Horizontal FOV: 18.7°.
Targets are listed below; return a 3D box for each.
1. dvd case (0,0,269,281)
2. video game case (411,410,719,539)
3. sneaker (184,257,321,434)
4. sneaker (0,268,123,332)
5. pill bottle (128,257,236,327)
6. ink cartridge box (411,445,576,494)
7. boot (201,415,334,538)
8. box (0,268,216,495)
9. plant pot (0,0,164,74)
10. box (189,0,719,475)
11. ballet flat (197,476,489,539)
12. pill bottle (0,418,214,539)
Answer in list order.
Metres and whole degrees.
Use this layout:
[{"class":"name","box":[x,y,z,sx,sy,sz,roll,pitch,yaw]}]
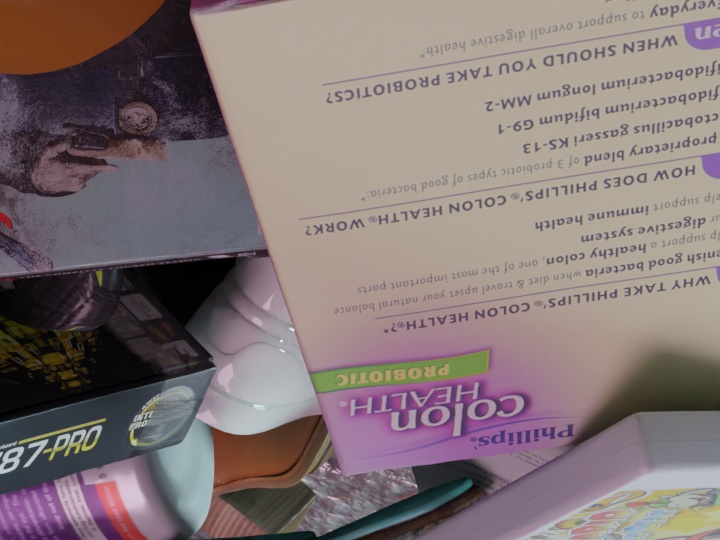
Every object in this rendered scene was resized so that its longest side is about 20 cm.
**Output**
[{"class":"dvd case","box":[-0.132,-0.068,0.766,0.199,0.147,0.022,-5,180,-3]},{"class":"video game case","box":[0.135,0.083,0.778,0.181,0.023,0.200,1,162,-20]},{"class":"sneaker","box":[0.000,0.000,0.955,0.074,0.116,0.200,38,-159,13]},{"class":"sneaker","box":[-0.124,-0.050,0.859,0.081,0.200,0.074,10,126,-35]},{"class":"pill bottle","box":[-0.156,-0.010,0.998,0.199,0.112,0.112,-1,150,33]},{"class":"ink cartridge box","box":[0.096,0.064,0.947,0.146,0.083,0.200,24,156,22]},{"class":"boot","box":[-0.075,0.051,1.131,0.155,0.074,0.200,39,128,9]},{"class":"box","box":[-0.177,0.005,0.847,0.161,0.200,0.049,-9,135,-47]},{"class":"plant pot","box":[-0.138,-0.146,0.647,0.200,0.201,0.183,3,168,25]},{"class":"box","box":[0.058,-0.046,0.674,0.175,0.097,0.200,-9,133,8]},{"class":"ballet flat","box":[-0.014,0.145,0.996,0.200,0.071,0.069,-18,180,36]},{"class":"pill bottle","box":[-0.182,0.091,1.076,0.199,0.112,0.111,-10,148,14]}]
